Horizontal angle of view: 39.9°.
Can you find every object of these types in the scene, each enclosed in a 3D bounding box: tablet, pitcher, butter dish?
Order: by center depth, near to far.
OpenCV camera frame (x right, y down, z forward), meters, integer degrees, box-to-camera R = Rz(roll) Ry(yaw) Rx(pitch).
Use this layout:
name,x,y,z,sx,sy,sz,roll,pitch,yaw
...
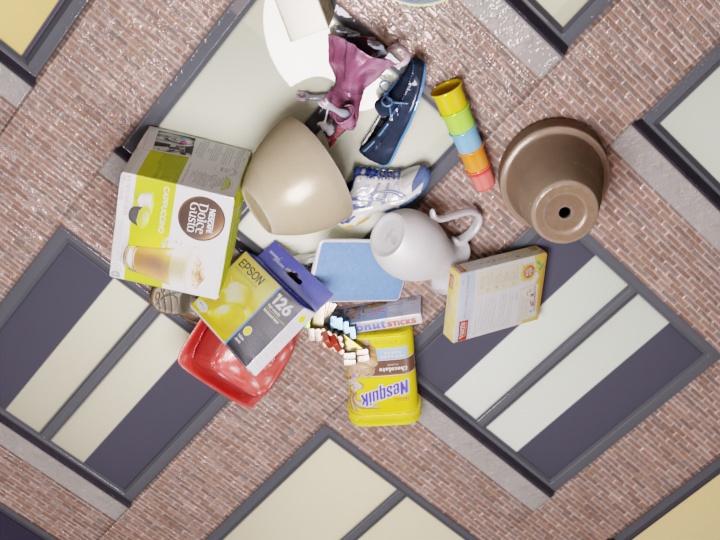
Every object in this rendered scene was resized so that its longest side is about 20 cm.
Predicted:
name,x,y,z,sx,sy,sz,roll,pitch,yaw
pitcher,0.122,-0.057,1.766,0.198,0.121,0.173,21,106,-46
tablet,0.000,0.000,1.831,0.196,0.014,0.132,0,119,-27
butter dish,-0.203,0.148,1.847,0.199,0.147,0.201,37,81,-29

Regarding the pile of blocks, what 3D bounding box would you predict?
name,x,y,z,sx,sy,sz,roll,pitch,yaw
pile of blocks,-0.062,0.105,1.833,0.198,0.062,0.083,32,101,1

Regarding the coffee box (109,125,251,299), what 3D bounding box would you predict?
name,x,y,z,sx,sy,sz,roll,pitch,yaw
coffee box,-0.310,-0.102,1.735,0.194,0.201,0.203,13,119,-4

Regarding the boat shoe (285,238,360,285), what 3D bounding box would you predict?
name,x,y,z,sx,sy,sz,roll,pitch,yaw
boat shoe,-0.070,-0.007,1.847,0.196,0.069,0.073,-8,118,7

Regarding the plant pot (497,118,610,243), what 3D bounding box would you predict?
name,x,y,z,sx,sy,sz,roll,pitch,yaw
plant pot,0.341,-0.136,1.698,0.196,0.176,0.204,1,118,1

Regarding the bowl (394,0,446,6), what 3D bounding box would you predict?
name,x,y,z,sx,sy,sz,roll,pitch,yaw
bowl,0.095,-0.524,1.541,0.196,0.108,0.204,1,119,2

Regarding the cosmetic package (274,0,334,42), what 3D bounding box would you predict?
name,x,y,z,sx,sy,sz,roll,pitch,yaw
cosmetic package,-0.111,-0.482,1.579,0.072,0.104,0.203,-15,115,12

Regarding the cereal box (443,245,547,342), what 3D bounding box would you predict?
name,x,y,z,sx,sy,sz,roll,pitch,yaw
cereal box,0.247,0.042,1.822,0.197,0.040,0.146,-12,122,-26

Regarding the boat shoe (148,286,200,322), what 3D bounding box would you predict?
name,x,y,z,sx,sy,sz,roll,pitch,yaw
boat shoe,-0.309,0.063,1.901,0.197,0.067,0.073,16,89,-23

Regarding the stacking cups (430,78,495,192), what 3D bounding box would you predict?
name,x,y,z,sx,sy,sz,roll,pitch,yaw
stacking cups,0.181,-0.227,1.722,0.059,0.061,0.202,-18,116,12

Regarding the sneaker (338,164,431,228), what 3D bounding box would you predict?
name,x,y,z,sx,sy,sz,roll,pitch,yaw
sneaker,0.027,-0.149,1.764,0.197,0.076,0.089,-24,114,14

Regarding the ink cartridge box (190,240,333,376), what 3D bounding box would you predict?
name,x,y,z,sx,sy,sz,roll,pitch,yaw
ink cartridge box,-0.178,0.055,1.774,0.200,0.197,0.047,-46,142,-5

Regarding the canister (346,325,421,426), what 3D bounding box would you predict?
name,x,y,z,sx,sy,sz,roll,pitch,yaw
canister,0.041,0.195,1.941,0.145,0.087,0.204,-4,116,5

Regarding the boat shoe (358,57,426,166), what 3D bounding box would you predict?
name,x,y,z,sx,sy,sz,roll,pitch,yaw
boat shoe,0.053,-0.269,1.694,0.067,0.085,0.203,17,116,-12

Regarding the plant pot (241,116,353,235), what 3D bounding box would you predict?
name,x,y,z,sx,sy,sz,roll,pitch,yaw
plant pot,-0.124,-0.139,1.683,0.134,0.200,0.202,-35,115,-15

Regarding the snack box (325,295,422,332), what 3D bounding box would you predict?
name,x,y,z,sx,sy,sz,roll,pitch,yaw
snack box,0.021,0.087,1.891,0.196,0.072,0.025,-9,117,8

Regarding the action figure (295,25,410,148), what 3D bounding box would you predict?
name,x,y,z,sx,sy,sz,roll,pitch,yaw
action figure,-0.020,-0.304,1.683,0.146,0.134,0.203,0,120,-24
